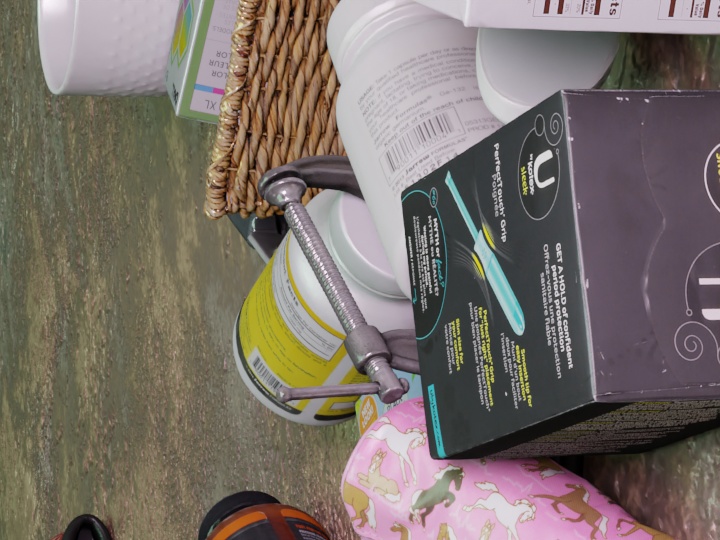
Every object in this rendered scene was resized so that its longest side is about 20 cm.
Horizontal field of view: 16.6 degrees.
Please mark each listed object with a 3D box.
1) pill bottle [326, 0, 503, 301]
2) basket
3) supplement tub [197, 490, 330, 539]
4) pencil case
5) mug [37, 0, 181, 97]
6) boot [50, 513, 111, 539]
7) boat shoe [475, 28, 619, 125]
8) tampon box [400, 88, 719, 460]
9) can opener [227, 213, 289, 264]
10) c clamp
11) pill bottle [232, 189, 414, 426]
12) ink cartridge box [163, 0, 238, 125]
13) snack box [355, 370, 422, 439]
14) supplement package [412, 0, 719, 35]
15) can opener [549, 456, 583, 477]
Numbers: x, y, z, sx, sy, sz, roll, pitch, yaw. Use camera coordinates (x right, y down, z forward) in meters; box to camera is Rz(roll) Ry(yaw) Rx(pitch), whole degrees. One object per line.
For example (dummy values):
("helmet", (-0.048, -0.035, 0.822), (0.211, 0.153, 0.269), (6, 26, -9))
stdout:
("pill bottle", (0.048, -0.080, 1.430), (0.115, 0.114, 0.200), (109, 151, -42))
("basket", (-0.038, -0.148, 1.606), (0.143, 0.148, 0.201), (-121, 35, -52))
("supplement tub", (-0.054, 0.234, 1.728), (0.200, 0.106, 0.107), (-126, 40, -57))
("pencil case", (0.082, 0.143, 1.307), (0.200, 0.083, 0.087), (27, 134, 39))
("mug", (-0.134, -0.219, 1.811), (0.200, 0.175, 0.148), (110, 153, -46))
("boot", (-0.273, 0.342, 2.364), (0.144, 0.072, 0.201), (138, 131, -61))
("boat shoe", (0.101, -0.121, 1.293), (0.200, 0.070, 0.064), (-69, -8, -51))
("tampon box", (0.120, 0.007, 1.226), (0.200, 0.126, 0.151), (150, 117, -66))
("can opener", (-0.065, -0.018, 1.818), (0.200, 0.053, 0.067), (-131, 45, -61))
("c clamp", (0.000, 0.000, 1.406), (0.027, 0.170, 0.200), (-57, 41, 35))
("pill bottle", (-0.004, 0.012, 1.575), (0.200, 0.112, 0.113), (126, 138, -57))
("ink cartridge box", (-0.097, -0.159, 1.716), (0.104, 0.059, 0.201), (-118, 40, -70))
("snack box", (0.055, 0.149, 1.509), (0.142, 0.053, 0.201), (130, 136, -58))
("supplement package", (0.109, -0.197, 1.146), (0.191, 0.199, 0.148), (-143, 56, -63))
("can opener", (0.108, 0.138, 1.383), (0.063, 0.078, 0.201), (12, -102, -72))
